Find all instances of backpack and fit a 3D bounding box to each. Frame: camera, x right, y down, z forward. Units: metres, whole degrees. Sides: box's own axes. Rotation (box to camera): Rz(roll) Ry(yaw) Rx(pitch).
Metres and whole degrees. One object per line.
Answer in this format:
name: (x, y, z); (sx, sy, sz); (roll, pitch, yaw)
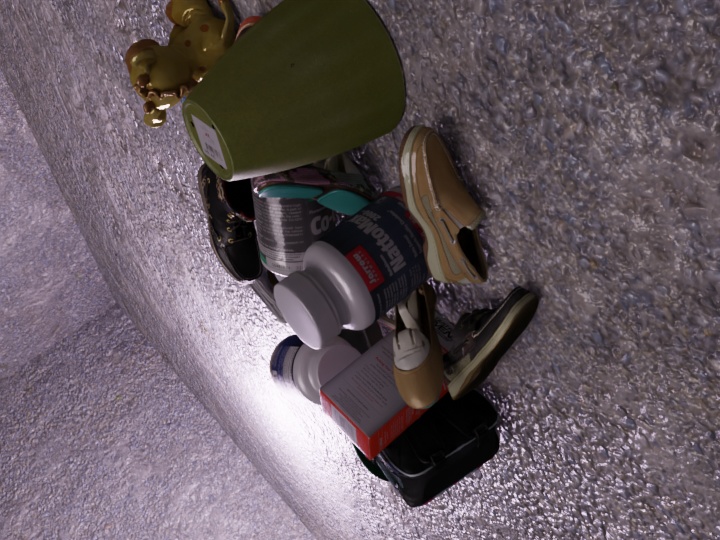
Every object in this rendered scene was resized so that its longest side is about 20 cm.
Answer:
backpack: (0.084, 0.215, 1.045); (0.200, 0.176, 0.152); (46, 155, 38)

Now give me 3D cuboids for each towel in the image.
towel: (-0.145, 0.036, 1.313); (0.147, 0.024, 0.200); (50, -172, 11)

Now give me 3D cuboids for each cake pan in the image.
cake pan: (-0.010, 0.123, 1.211); (0.200, 0.036, 0.203); (46, 145, 45)

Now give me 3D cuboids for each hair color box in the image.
hair color box: (0.052, 0.143, 0.974); (0.101, 0.199, 0.062); (39, 151, 31)

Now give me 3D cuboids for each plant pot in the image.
plant pot: (-0.085, -0.186, 0.798); (0.187, 0.199, 0.188); (41, 153, 26)

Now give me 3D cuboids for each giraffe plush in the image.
giraffe plush: (-0.254, -0.285, 1.029); (0.199, 0.161, 0.174); (25, 143, 49)

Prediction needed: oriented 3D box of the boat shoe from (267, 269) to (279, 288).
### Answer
boat shoe: (-0.102, 0.028, 1.240); (0.063, 0.073, 0.201); (50, -178, -40)

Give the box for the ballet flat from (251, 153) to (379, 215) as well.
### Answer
ballet flat: (-0.050, -0.116, 0.913); (0.069, 0.198, 0.072); (-18, 71, 46)

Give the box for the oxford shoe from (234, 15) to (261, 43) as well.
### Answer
oxford shoe: (-0.154, -0.229, 0.968); (0.070, 0.073, 0.201); (12, 137, -3)

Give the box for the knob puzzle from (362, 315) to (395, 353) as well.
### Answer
knob puzzle: (0.047, 0.146, 1.200); (0.219, 0.030, 0.221); (43, 154, 27)

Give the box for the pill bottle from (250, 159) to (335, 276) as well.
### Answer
pill bottle: (-0.092, -0.104, 1.000); (0.113, 0.112, 0.203); (31, 135, 42)

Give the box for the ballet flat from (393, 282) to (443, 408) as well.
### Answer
ballet flat: (0.062, 0.079, 0.913); (0.063, 0.068, 0.201); (53, -157, -34)

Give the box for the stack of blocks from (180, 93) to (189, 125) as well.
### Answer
stack of blocks: (-0.205, -0.200, 1.181); (0.200, 0.058, 0.116); (47, 156, 16)

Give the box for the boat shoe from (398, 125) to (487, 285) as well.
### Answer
boat shoe: (0.100, -0.067, 0.791); (0.075, 0.072, 0.201); (13, 142, 36)

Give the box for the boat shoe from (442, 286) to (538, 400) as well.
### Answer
boat shoe: (0.138, 0.079, 0.864); (0.066, 0.071, 0.202); (48, 144, 20)

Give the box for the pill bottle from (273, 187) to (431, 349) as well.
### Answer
pill bottle: (0.000, 0.000, 0.884); (0.119, 0.199, 0.120); (41, 153, 26)

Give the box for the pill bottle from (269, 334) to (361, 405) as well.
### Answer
pill bottle: (-0.067, 0.157, 1.177); (0.112, 0.111, 0.199); (58, 157, -10)

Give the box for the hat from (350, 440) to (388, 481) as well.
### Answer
hat: (0.091, 0.253, 1.244); (0.175, 0.165, 0.202); (-32, 66, 28)

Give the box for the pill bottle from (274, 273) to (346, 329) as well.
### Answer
pill bottle: (-0.065, -0.002, 1.124); (0.199, 0.104, 0.105); (35, 150, 38)

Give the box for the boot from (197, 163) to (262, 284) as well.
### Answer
boot: (-0.183, -0.078, 1.108); (0.150, 0.072, 0.203); (-5, 101, 66)
